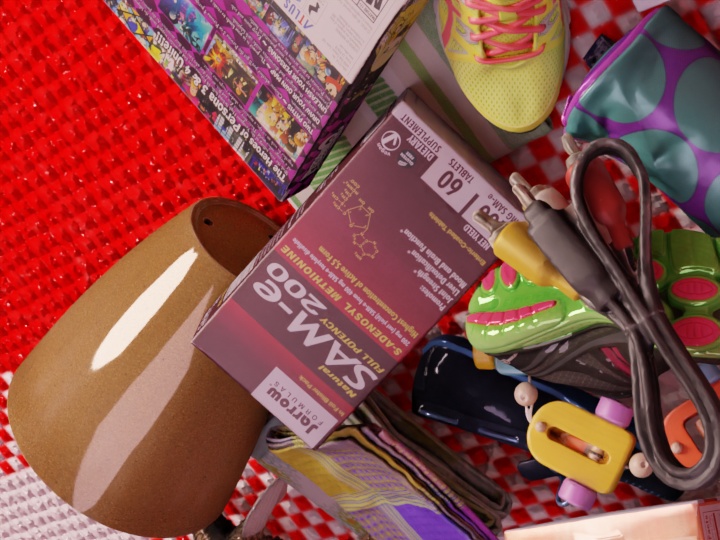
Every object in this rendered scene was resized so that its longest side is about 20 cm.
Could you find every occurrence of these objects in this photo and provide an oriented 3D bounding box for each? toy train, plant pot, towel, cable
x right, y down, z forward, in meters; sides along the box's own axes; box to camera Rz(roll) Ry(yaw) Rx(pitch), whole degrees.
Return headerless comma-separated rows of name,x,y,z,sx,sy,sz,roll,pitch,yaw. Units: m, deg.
toy train,0.161,0.062,0.862,0.150,0.056,0.201,-39,73,8
plant pot,-0.126,0.053,0.976,0.185,0.187,0.201,35,120,-2
towel,0.007,0.151,1.016,0.171,0.048,0.200,40,154,-3
cable,0.143,0.013,0.717,0.097,0.050,0.201,-41,70,18
towel,0.029,0.170,0.946,0.200,0.023,0.143,46,151,-20
towel,0.003,-0.110,0.874,0.199,0.023,0.153,-26,111,37

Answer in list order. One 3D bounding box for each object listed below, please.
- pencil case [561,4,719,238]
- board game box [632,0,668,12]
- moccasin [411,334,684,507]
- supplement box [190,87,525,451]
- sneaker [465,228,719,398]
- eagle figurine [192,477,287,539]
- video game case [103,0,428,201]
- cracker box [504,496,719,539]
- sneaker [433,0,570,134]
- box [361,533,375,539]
pencil case,0.204,-0.054,0.768,0.200,0.085,0.092,41,118,-6
board game box,0.182,-0.250,0.659,0.198,0.041,0.201,-18,115,36
moccasin,0.127,0.111,0.937,0.198,0.080,0.069,26,98,22
supplement box,0.000,0.000,0.848,0.109,0.061,0.200,40,105,-7
sneaker,0.155,0.028,0.780,0.198,0.078,0.084,0,150,41
eagle figurine,-0.115,0.269,1.133,0.151,0.150,0.203,-26,83,64
video game case,-0.067,-0.171,0.815,0.200,0.036,0.182,48,135,11
cracker box,0.200,0.178,0.877,0.133,0.199,0.059,-17,75,36
sneaker,0.074,-0.156,0.743,0.077,0.091,0.202,-9,124,7
box,0.042,0.292,1.121,0.162,0.021,0.200,34,150,1
